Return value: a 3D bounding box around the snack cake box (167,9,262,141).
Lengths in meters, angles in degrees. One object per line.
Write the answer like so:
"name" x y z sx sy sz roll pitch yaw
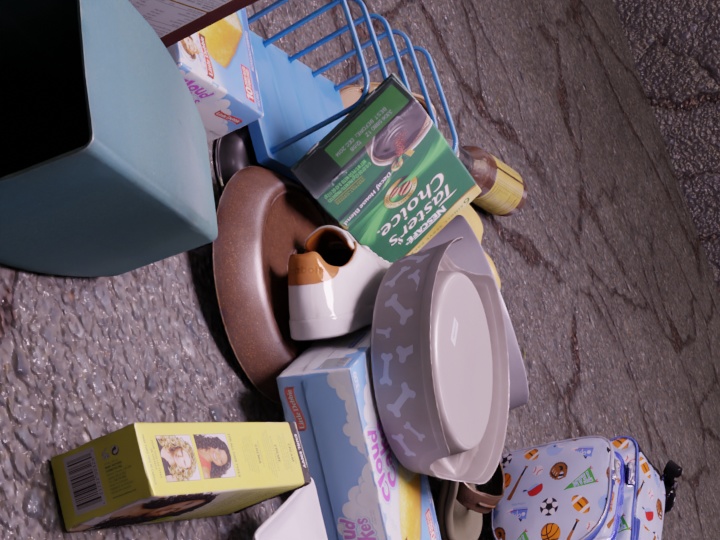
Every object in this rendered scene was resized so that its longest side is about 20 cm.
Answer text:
"snack cake box" -0.150 -0.219 1.109 0.115 0.066 0.203 28 46 -58

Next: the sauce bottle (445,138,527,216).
"sauce bottle" 0.145 -0.119 1.690 0.199 0.064 0.066 25 49 -59

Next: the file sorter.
"file sorter" -0.013 -0.161 1.249 0.199 0.122 0.141 20 48 -60

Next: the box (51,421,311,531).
"box" -0.114 0.135 0.913 0.199 0.075 0.051 10 59 -62

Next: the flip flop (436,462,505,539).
"flip flop" 0.110 0.194 1.295 0.081 0.057 0.202 -63 159 -48

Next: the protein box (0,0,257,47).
"protein box" -0.180 -0.260 0.929 0.134 0.198 0.201 4 67 -64

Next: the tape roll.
"tape roll" 0.103 0.049 1.364 0.200 0.065 0.203 161 -89 -88

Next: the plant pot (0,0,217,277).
"plant pot" -0.181 -0.079 0.873 0.200 0.139 0.143 41 36 -60

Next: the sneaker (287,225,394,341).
"sneaker" 0.000 0.000 1.147 0.200 0.072 0.086 -19 101 -65

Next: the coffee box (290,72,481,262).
"coffee box" 0.028 -0.079 1.204 0.044 0.123 0.200 48 1 28

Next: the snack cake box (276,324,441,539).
"snack cake box" 0.002 0.157 1.104 0.115 0.066 0.203 -43 122 -66

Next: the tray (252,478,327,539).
"tray" -0.041 0.264 0.991 0.107 0.022 0.203 -35 114 -67

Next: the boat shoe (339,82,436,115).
"boat shoe" 0.022 -0.172 1.458 0.199 0.068 0.075 -12 82 -65

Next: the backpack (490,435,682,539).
"backpack" 0.221 0.273 1.401 0.154 0.198 0.193 39 44 -41

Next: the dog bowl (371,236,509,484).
"dog bowl" 0.067 0.075 1.118 0.200 0.058 0.204 -6 90 -68

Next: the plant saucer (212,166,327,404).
"plant saucer" -0.060 0.010 1.141 0.200 0.034 0.204 -10 90 -66

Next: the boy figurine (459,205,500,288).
"boy figurine" 0.098 -0.051 1.536 0.202 0.064 0.125 62 24 -19

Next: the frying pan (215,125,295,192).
"frying pan" -0.071 -0.076 1.238 0.189 0.031 0.117 4 69 -62
